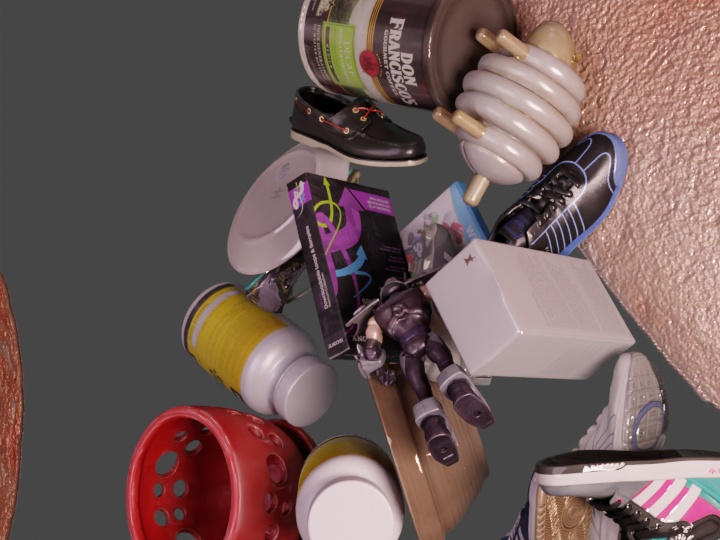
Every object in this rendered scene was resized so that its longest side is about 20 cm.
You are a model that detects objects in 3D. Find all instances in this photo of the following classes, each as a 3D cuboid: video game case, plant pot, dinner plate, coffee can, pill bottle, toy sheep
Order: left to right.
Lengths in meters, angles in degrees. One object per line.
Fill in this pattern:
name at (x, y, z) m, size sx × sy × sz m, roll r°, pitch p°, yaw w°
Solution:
plant pot at (-0.145, 0.259, 1.350) m, size 0.199 × 0.181 × 0.204 m, roll -5°, pitch 82°, yaw 42°
pill bottle at (-0.120, 0.103, 1.392) m, size 0.199 × 0.111 × 0.113 m, roll 33°, pitch 107°, yaw 40°
dinner plate at (-0.094, -0.085, 1.388) m, size 0.199 × 0.024 × 0.202 m, roll -31°, pitch 37°, yaw 26°
pill bottle at (-0.012, 0.240, 1.200) m, size 0.110 × 0.200 × 0.114 m, roll 0°, pitch 91°, yaw -1°
coffee can at (0.050, -0.251, 1.257) m, size 0.198 × 0.145 × 0.149 m, roll 18°, pitch 97°, yaw 42°
video game case at (0.072, 0.018, 1.290) m, size 0.200 × 0.018 × 0.144 m, roll -42°, pitch 59°, yaw 31°
plant pot at (0.074, 0.177, 1.192) m, size 0.091 × 0.201 × 0.203 m, roll -18°, pitch 68°, yaw -2°
toy sheep at (0.152, -0.157, 1.159) m, size 0.137 × 0.137 × 0.202 m, roll 34°, pitch 94°, yaw 39°

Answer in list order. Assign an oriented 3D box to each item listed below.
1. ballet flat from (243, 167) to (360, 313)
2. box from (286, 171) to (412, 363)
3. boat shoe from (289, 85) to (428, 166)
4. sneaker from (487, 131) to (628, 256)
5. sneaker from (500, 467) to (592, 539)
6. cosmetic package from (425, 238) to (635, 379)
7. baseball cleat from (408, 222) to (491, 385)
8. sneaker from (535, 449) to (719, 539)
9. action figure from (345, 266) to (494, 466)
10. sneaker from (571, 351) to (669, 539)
ballet flat at (-0.052, -0.028, 1.374) m, size 0.201 × 0.072 × 0.072 m, roll -49°, pitch 54°, yaw 1°
box at (0.000, 0.000, 1.251) m, size 0.036 × 0.142 × 0.203 m, roll -26°, pitch 69°, yaw 35°
boat shoe at (-0.005, -0.165, 1.334) m, size 0.200 × 0.073 × 0.064 m, roll 24°, pitch 120°, yaw 38°
sneaker at (0.186, -0.055, 1.146) m, size 0.070 × 0.077 × 0.201 m, roll 42°, pitch 106°, yaw 33°
sneaker at (0.164, 0.245, 1.097) m, size 0.108 × 0.070 × 0.202 m, roll 31°, pitch 142°, yaw 51°
cosmetic package at (0.162, 0.041, 1.083) m, size 0.071 × 0.198 × 0.102 m, roll -42°, pitch 58°, yaw 30°
baseball cleat at (0.105, 0.038, 1.207) m, size 0.070 × 0.105 × 0.202 m, roll 109°, pitch 167°, yaw -51°
sneaker at (0.242, 0.220, 1.007) m, size 0.084 × 0.197 × 0.123 m, roll 176°, pitch 96°, yaw -74°
action figure at (0.057, 0.077, 1.090) m, size 0.130 × 0.069 × 0.201 m, roll -38°, pitch 45°, yaw 17°
sneaker at (0.234, 0.175, 1.091) m, size 0.086 × 0.074 × 0.203 m, roll 10°, pitch 91°, yaw 47°
